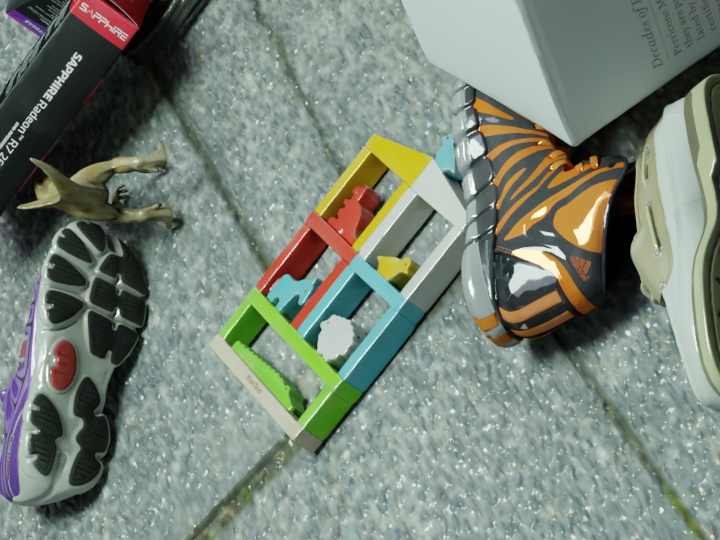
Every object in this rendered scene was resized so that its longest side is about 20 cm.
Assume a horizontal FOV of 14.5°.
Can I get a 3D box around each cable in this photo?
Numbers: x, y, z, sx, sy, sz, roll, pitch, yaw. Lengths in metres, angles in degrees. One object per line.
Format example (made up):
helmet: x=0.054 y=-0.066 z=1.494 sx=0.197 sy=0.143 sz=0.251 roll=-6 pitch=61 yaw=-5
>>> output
cable: x=-0.103 y=-0.226 z=1.978 sx=0.200 sy=0.050 sz=0.097 roll=-31 pitch=41 yaw=28

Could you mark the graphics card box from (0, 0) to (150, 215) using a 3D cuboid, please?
graphics card box: x=-0.222 y=-0.121 z=1.975 sx=0.200 sy=0.051 sz=0.126 roll=-51 pitch=11 yaw=14

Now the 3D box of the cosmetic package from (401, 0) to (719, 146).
cosmetic package: x=0.126 y=-0.209 z=1.570 sx=0.200 sy=0.167 sz=0.167 roll=-35 pitch=34 yaw=-14

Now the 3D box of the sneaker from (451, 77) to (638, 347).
sneaker: x=0.117 y=-0.055 z=1.604 sx=0.112 sy=0.078 sz=0.201 roll=-22 pitch=55 yaw=27

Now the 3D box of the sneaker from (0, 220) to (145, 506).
sneaker: x=-0.203 y=0.059 z=1.853 sx=0.083 sy=0.080 sz=0.201 roll=-21 pitch=47 yaw=48

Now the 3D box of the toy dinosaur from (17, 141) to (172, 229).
toy dinosaur: x=-0.177 y=-0.050 z=1.875 sx=0.200 sy=0.101 sz=0.059 roll=-176 pitch=78 yaw=-82

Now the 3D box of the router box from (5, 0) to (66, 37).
router box: x=-0.184 y=-0.284 z=2.109 sx=0.149 sy=0.051 sz=0.201 roll=-22 pitch=48 yaw=38

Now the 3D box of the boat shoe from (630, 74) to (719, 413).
boat shoe: x=0.184 y=-0.005 z=1.490 sx=0.068 sy=0.075 sz=0.201 roll=-38 pitch=38 yaw=42

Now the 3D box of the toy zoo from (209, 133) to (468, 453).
toy zoo: x=0.000 y=0.000 z=1.720 sx=0.200 sy=0.020 sz=0.131 roll=-52 pitch=37 yaw=4
